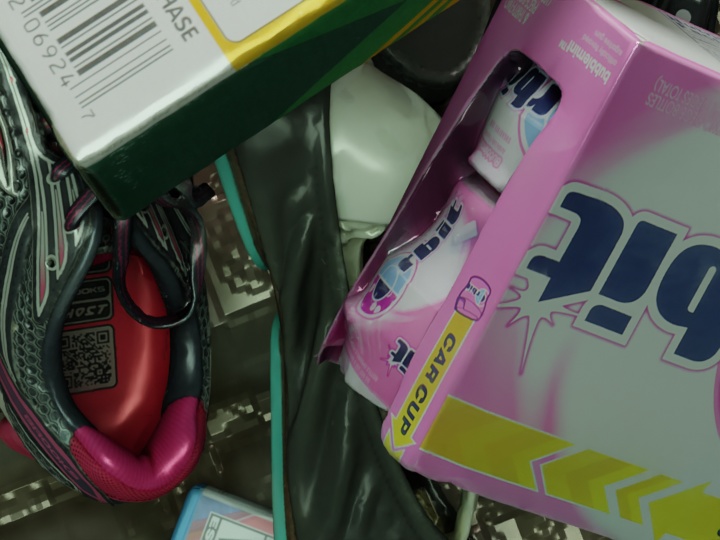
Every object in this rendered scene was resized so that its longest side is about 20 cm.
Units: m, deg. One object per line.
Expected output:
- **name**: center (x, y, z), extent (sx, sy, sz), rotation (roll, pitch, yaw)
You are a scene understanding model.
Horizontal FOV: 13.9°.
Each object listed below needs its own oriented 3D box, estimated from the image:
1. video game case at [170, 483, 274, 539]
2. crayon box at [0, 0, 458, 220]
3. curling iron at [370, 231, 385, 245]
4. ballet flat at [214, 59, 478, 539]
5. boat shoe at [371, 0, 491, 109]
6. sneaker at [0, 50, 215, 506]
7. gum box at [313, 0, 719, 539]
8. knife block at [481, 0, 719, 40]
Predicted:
- **video game case**: center (0.021, 0.161, 0.815), extent (0.199, 0.018, 0.144), rotation (21, 90, 3)
- **crayon box**: center (-0.010, -0.120, 0.690), extent (0.200, 0.052, 0.126), rotation (-33, 75, -2)
- **curling iron**: center (-0.029, -0.102, 0.813), extent (0.049, 0.026, 0.201), rotation (-19, 93, -34)
- **ballet flat**: center (0.000, 0.000, 0.770), extent (0.068, 0.068, 0.201), rotation (-8, 105, 8)
- **boat shoe**: center (0.001, -0.141, 0.786), extent (0.073, 0.063, 0.203), rotation (-9, 89, -34)
- **sneaker**: center (-0.071, -0.038, 0.765), extent (0.080, 0.075, 0.201), rotation (-17, 109, -19)
- **gum box**: center (0.097, 0.011, 0.731), extent (0.199, 0.066, 0.114), rotation (20, 105, -29)
- **knife block**: center (0.078, -0.118, 0.741), extent (0.064, 0.200, 0.176), rotation (16, 61, 3)
